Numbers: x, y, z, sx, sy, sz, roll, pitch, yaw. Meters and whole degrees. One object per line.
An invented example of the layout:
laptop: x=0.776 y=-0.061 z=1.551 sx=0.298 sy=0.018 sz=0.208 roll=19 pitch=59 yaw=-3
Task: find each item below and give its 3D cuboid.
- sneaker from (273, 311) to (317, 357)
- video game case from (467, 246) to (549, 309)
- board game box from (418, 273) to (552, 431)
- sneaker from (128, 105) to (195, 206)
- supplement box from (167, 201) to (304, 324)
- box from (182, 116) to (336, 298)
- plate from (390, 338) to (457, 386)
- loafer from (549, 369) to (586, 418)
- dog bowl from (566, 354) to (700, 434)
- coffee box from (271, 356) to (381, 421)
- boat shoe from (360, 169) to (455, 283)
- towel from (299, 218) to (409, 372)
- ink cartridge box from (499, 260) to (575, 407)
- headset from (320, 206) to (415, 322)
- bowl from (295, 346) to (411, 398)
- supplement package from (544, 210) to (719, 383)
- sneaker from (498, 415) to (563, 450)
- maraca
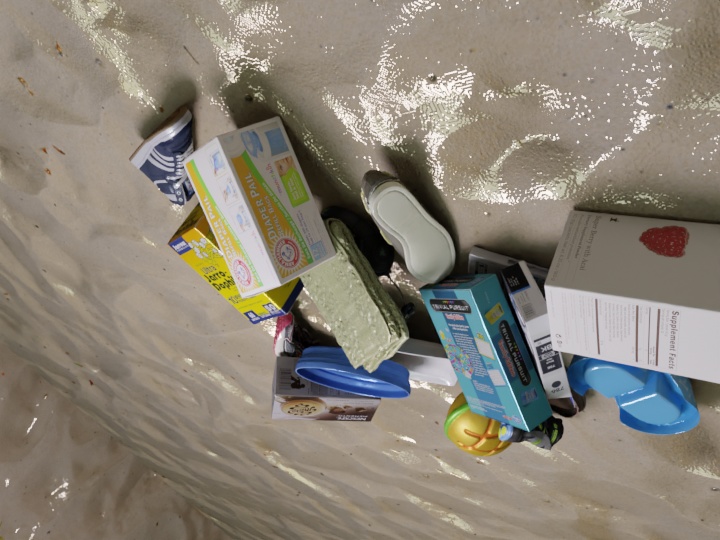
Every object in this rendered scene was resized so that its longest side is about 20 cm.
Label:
sneaker: x=-0.119 y=0.138 z=1.311 sx=0.073 sy=0.082 sz=0.202 roll=1 pitch=147 yaw=8
video game case: x=0.240 y=0.046 z=0.950 sx=0.196 sy=0.018 sz=0.145 roll=18 pitch=144 yaw=19
board game box: x=0.168 y=0.106 z=0.948 sx=0.204 sy=0.046 sz=0.150 roll=66 pitch=161 yaw=-8
sneaker: x=-0.266 y=-0.164 z=1.024 sx=0.109 sy=0.070 sz=0.198 roll=48 pitch=150 yaw=-17
supplement box: x=-0.188 y=-0.025 z=1.111 sx=0.200 sy=0.111 sz=0.108 roll=45 pitch=144 yaw=-21
box: x=-0.133 y=-0.082 z=0.924 sx=0.100 sy=0.112 sz=0.204 roll=-16 pitch=100 yaw=48
plate: x=0.070 y=0.142 z=1.138 sx=0.195 sy=0.033 sz=0.200 roll=10 pitch=161 yaw=5
loafer: x=0.256 y=0.167 z=1.047 sx=0.199 sy=0.072 sz=0.073 roll=38 pitch=146 yaw=-11
dog bowl: x=0.369 y=0.152 z=0.939 sx=0.198 sy=0.050 sz=0.111 roll=33 pitch=143 yaw=-15
coffee box: x=-0.066 y=0.224 z=1.297 sx=0.195 sy=0.081 sz=0.114 roll=4 pitch=147 yaw=-10
boat shoe: x=0.065 y=-0.057 z=0.914 sx=0.202 sy=0.072 sz=0.061 roll=48 pitch=-175 yaw=-44
towel: x=-0.014 y=0.039 z=0.981 sx=0.202 sy=0.036 sz=0.148 roll=56 pitch=143 yaw=9
ink cartridge box: x=0.234 y=0.093 z=0.909 sx=0.038 sy=0.100 sz=0.202 roll=-22 pitch=129 yaw=6
headset: x=0.000 y=0.000 z=1.009 sx=0.199 sy=0.094 sz=0.124 roll=43 pitch=147 yaw=2
bowl: x=-0.010 y=0.170 z=1.152 sx=0.195 sy=0.040 sz=0.201 roll=11 pitch=162 yaw=4
supplement package: x=0.318 y=0.025 z=0.764 sx=0.196 sy=0.123 sz=0.121 roll=9 pitch=141 yaw=29
sneaker: x=0.265 y=0.232 z=1.057 sx=0.081 sy=0.073 sz=0.199 roll=8 pitch=171 yaw=32
maraca: x=0.215 y=0.262 z=1.173 sx=0.135 sy=0.109 sz=0.200 roll=-24 pitch=141 yaw=15
